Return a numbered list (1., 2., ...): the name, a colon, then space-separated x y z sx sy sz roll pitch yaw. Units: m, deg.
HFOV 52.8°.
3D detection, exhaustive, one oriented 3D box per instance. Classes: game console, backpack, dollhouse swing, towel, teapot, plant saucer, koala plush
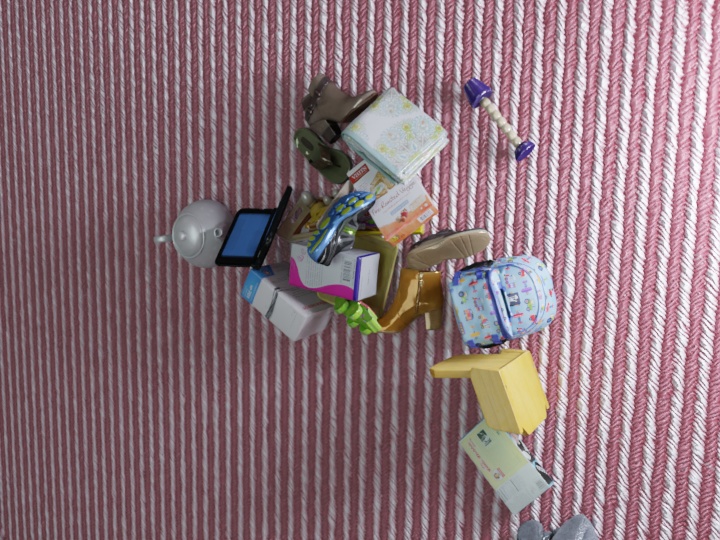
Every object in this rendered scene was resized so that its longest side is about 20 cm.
1. game console: -0.266 -0.113 1.813 0.114 0.203 0.177 23 141 -9
2. backpack: 0.306 0.064 1.538 0.196 0.134 0.188 -12 91 29
3. dollhouse swing: 0.270 0.260 1.543 0.173 0.198 0.186 -22 85 30
4. towel: 0.078 -0.301 1.632 0.171 0.048 0.199 -42 70 -17
5. teapot: -0.445 -0.097 1.973 0.198 0.145 0.202 45 117 19
6. plant saucer: 0.000 0.000 1.767 0.196 0.048 0.206 22 107 28
7. koala plush: 0.422 0.657 1.530 0.174 0.183 0.205 -18 99 32

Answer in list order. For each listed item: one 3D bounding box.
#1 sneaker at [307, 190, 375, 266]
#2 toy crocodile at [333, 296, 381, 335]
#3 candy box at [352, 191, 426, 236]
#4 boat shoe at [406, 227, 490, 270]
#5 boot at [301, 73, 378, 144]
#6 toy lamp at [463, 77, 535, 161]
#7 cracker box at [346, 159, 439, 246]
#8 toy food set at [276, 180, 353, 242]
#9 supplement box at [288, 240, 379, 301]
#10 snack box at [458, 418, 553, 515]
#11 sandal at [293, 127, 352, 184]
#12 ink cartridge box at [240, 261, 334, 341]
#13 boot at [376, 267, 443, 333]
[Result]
1. sneaker: -0.038 -0.096 1.628 0.201 0.083 0.071 -50 42 -2
2. toy crocodile: -0.007 0.097 1.675 0.062 0.068 0.199 -48 24 -10
3. candy box: 0.057 -0.134 1.697 0.195 0.026 0.105 -1 75 24
4. boat shoe: 0.194 -0.061 1.628 0.196 0.066 0.072 -20 130 21
5. boot: -0.061 -0.411 1.743 0.199 0.070 0.148 -39 74 29
6. toy lamp: 0.291 -0.325 1.542 0.058 0.058 0.202 -45 73 27
7. cracker box: 0.072 -0.178 1.655 0.133 0.058 0.203 -36 66 12
8. toy food set: -0.112 -0.146 1.733 0.060 0.145 0.198 44 155 -23
9. supplement box: -0.064 -0.003 1.719 0.195 0.103 0.104 13 103 28
10. snack box: 0.323 0.428 1.626 0.116 0.037 0.201 -46 72 27
11. sandal: -0.101 -0.280 1.789 0.200 0.057 0.081 38 114 22
12. ink cartridge box: -0.181 0.074 1.829 0.199 0.145 0.087 39 116 21
13. boot: 0.096 0.068 1.688 0.195 0.071 0.149 -5 93 9
